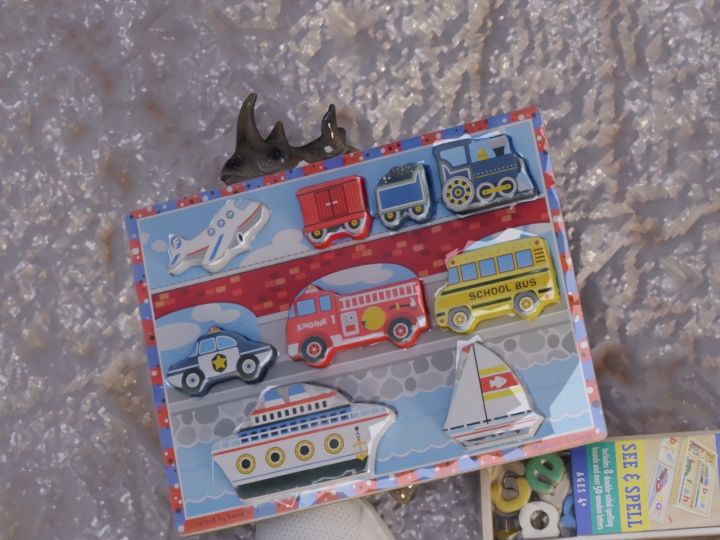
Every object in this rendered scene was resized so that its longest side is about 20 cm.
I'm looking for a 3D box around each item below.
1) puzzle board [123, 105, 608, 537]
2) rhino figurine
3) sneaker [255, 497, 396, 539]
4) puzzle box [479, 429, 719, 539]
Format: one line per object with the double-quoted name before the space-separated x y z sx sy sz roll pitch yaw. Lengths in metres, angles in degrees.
"puzzle board" -0.002 0.022 1.109 0.199 0.017 0.152 -14 75 13
"rhino figurine" 0.000 0.000 1.152 0.087 0.060 0.201 -33 74 4
"sneaker" -0.006 0.176 1.085 0.073 0.116 0.201 -19 74 5
"puzzle box" 0.123 0.173 1.113 0.132 0.025 0.202 -5 77 7
